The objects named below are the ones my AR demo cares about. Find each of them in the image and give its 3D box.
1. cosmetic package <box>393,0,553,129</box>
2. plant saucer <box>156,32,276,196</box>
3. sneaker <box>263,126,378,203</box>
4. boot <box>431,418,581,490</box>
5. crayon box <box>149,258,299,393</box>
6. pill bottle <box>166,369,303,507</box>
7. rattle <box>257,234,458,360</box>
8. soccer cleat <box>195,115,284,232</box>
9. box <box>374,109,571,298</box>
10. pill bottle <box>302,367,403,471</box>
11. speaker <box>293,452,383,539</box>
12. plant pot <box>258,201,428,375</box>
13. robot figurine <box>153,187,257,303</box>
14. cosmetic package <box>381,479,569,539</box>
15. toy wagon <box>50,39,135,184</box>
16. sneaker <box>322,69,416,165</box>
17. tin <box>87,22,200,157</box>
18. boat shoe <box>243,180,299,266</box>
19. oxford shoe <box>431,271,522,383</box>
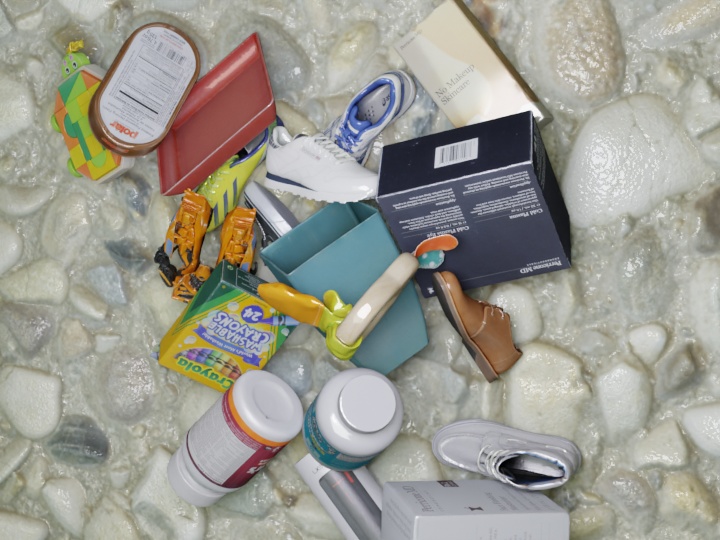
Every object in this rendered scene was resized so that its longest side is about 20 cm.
[{"bbox_3d":[0.145,-0.241,1.689,0.105,0.071,0.200,-40,82,16],"label":"cosmetic package"},{"bbox_3d":[-0.190,-0.203,1.761,0.200,0.200,0.037,-38,125,16],"label":"plant saucer"},{"bbox_3d":[-0.049,-0.135,1.696,0.199,0.076,0.081,15,104,38],"label":"sneaker"},{"bbox_3d":[0.181,0.239,1.701,0.199,0.096,0.074,2,95,17],"label":"boot"},{"bbox_3d":[-0.184,0.092,1.773,0.125,0.052,0.200,27,122,-22],"label":"crayon box"},{"bbox_3d":[-0.174,0.232,1.786,0.110,0.109,0.200,50,123,8],"label":"pill bottle"},{"bbox_3d":[0.000,0.000,1.584,0.143,0.130,0.200,36,87,22],"label":"rattle"},{"bbox_3d":[-0.180,-0.137,1.790,0.065,0.084,0.200,42,104,15],"label":"soccer cleat"},{"bbox_3d":[0.144,-0.079,1.639,0.199,0.104,0.182,-12,131,18],"label":"box"},{"bbox_3d":[-0.008,0.187,1.664,0.110,0.200,0.111,3,72,-10],"label":"pill bottle"},{"bbox_3d":[-0.003,0.318,1.774,0.081,0.081,0.200,-38,82,16],"label":"speaker"},{"bbox_3d":[-0.008,0.031,1.697,0.141,0.141,0.200,-35,111,-9],"label":"plant pot"},{"bbox_3d":[-0.207,-0.018,1.770,0.144,0.058,0.200,17,136,-2],"label":"robot figurine"},{"bbox_3d":[0.139,0.363,1.652,0.199,0.165,0.166,2,95,-13],"label":"cosmetic package"},{"bbox_3d":[-0.379,-0.224,1.841,0.155,0.040,0.201,-24,86,41],"label":"toy wagon"},{"bbox_3d":[-0.012,-0.187,1.734,0.075,0.088,0.200,40,106,9],"label":"sneaker"},{"bbox_3d":[-0.292,-0.248,1.783,0.112,0.042,0.201,29,67,-12],"label":"tin"},{"bbox_3d":[-0.105,-0.028,1.782,0.071,0.072,0.200,-38,85,12],"label":"boat shoe"},{"bbox_3d":[0.149,0.059,1.673,0.071,0.200,0.071,-33,42,4],"label":"oxford shoe"}]
